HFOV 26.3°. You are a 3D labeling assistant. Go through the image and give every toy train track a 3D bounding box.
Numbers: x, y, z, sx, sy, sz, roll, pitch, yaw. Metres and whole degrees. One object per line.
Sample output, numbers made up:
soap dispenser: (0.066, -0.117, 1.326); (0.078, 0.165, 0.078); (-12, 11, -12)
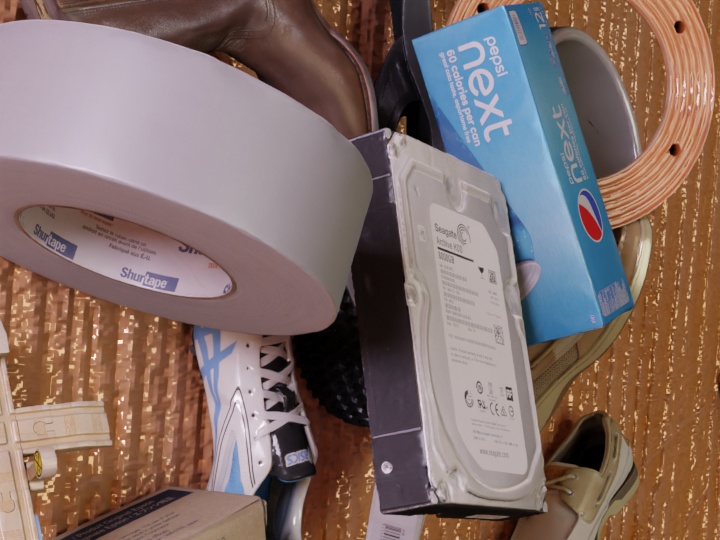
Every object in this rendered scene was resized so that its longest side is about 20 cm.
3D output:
toy train track: (-0.158, 0.113, 0.703); (0.114, 0.033, 0.201); (-5, 70, -28)

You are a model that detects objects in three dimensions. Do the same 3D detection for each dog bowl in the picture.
dog bowl: (0.147, -0.087, 1.137); (0.200, 0.058, 0.201); (19, 67, -51)

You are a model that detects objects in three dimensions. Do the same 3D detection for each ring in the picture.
ring: (0.143, -0.125, 1.021); (0.199, 0.019, 0.202); (0, 91, -18)

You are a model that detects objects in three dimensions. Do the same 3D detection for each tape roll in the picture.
tape roll: (-0.098, -0.036, 0.706); (0.200, 0.200, 0.066); (37, 63, -50)

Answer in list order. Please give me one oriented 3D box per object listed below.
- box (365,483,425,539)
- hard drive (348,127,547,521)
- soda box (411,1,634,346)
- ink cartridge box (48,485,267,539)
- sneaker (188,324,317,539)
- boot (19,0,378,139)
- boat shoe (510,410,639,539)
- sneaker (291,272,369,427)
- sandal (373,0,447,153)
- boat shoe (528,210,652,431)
box: (0.045, 0.070, 0.968); (0.200, 0.036, 0.145); (-72, 173, -45)
hard drive: (0.048, 0.034, 0.843); (0.140, 0.038, 0.201); (18, 60, -56)
soda box: (0.101, -0.058, 0.945); (0.064, 0.068, 0.201); (-20, 93, -60)
ink cartridge box: (-0.118, 0.233, 0.810); (0.165, 0.075, 0.201); (-17, 106, -54)
sneaker: (-0.055, 0.081, 0.889); (0.072, 0.072, 0.201); (-8, 98, -52)
boot: (-0.083, -0.105, 0.793); (0.200, 0.064, 0.187); (-27, 98, -53)
boat shoe: (0.156, 0.182, 1.202); (0.200, 0.074, 0.069); (-44, 122, -52)
sneaker: (0.000, 0.000, 0.957); (0.093, 0.070, 0.201); (-38, 120, -40)
sandal: (0.023, -0.116, 0.993); (0.075, 0.048, 0.201); (123, -38, -78)
boat shoe: (0.129, 0.038, 1.064); (0.064, 0.071, 0.200); (25, 106, -22)
